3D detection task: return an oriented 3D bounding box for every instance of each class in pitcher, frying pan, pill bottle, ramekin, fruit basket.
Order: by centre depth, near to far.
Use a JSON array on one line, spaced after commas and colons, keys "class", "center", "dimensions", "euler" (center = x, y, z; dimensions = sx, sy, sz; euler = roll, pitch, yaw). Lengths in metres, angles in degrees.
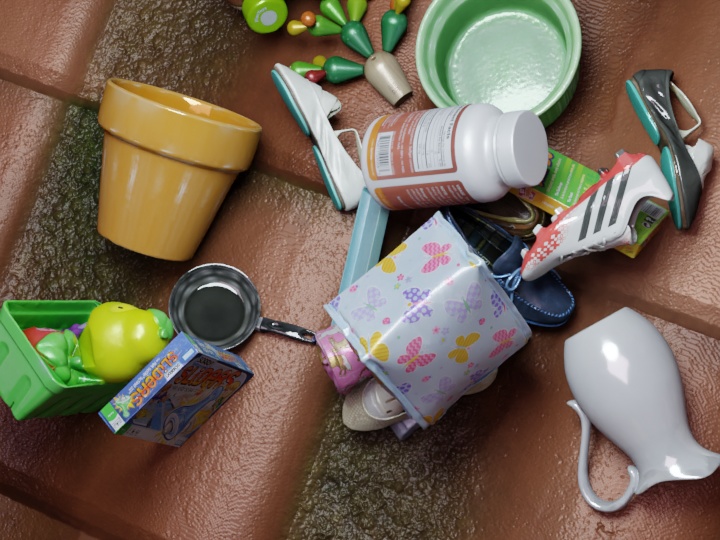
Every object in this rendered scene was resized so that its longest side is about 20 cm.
[{"class": "pitcher", "center": [0.291, 0.160, 1.635], "dimensions": [0.171, 0.121, 0.201], "euler": [-30, 84, 23]}, {"class": "pill bottle", "center": [0.108, -0.131, 1.658], "dimensions": [0.198, 0.112, 0.114], "euler": [-3, 78, 35]}, {"class": "ramekin", "center": [0.172, -0.255, 1.749], "dimensions": [0.198, 0.098, 0.203], "euler": [-3, 79, 14]}, {"class": "fruit basket", "center": [-0.326, 0.087, 1.760], "dimensions": [0.215, 0.216, 0.156], "euler": [-40, 72, 4]}, {"class": "frying pan", "center": [-0.144, 0.046, 1.810], "dimensions": [0.188, 0.031, 0.116], "euler": [-2, 68, -7]}]

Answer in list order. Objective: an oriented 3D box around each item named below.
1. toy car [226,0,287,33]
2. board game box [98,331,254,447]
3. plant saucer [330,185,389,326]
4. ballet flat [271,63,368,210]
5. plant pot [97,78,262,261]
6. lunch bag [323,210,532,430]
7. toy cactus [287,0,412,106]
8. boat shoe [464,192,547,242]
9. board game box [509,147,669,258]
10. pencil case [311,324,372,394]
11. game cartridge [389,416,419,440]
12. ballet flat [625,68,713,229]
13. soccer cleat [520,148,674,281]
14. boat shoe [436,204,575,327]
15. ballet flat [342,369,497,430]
[{"class": "toy car", "center": [-0.140, -0.427, 1.790], "dimensions": [0.157, 0.200, 0.165], "euler": [-33, 50, 7]}, {"class": "board game box", "center": [-0.214, 0.144, 1.721], "dimensions": [0.135, 0.200, 0.034], "euler": [-44, 72, 3]}, {"class": "plant saucer", "center": [0.000, 0.000, 1.754], "dimensions": [0.019, 0.070, 0.202], "euler": [11, 92, -23]}, {"class": "ballet flat", "center": [-0.041, -0.173, 1.795], "dimensions": [0.069, 0.069, 0.202], "euler": [-26, 94, 8]}, {"class": "plant pot", "center": [-0.241, -0.118, 1.796], "dimensions": [0.198, 0.200, 0.185], "euler": [21, 100, 18]}, {"class": "lunch bag", "center": [0.081, 0.065, 1.571], "dimensions": [0.169, 0.200, 0.127], "euler": [-40, 44, 1]}, {"class": "toy cactus", "center": [0.008, -0.283, 1.811], "dimensions": [0.199, 0.102, 0.166], "euler": [-37, 82, -4]}, {"class": "boat shoe", "center": [0.134, -0.103, 1.745], "dimensions": [0.199, 0.068, 0.073], "euler": [25, 87, 19]}, {"class": "board game box", "center": [0.254, -0.089, 1.701], "dimensions": [0.199, 0.095, 0.030], "euler": [32, 130, 17]}, {"class": "pencil case", "center": [0.046, 0.067, 1.678], "dimensions": [0.198, 0.083, 0.087], "euler": [-27, 37, -1]}, {"class": "game cartridge", "center": [0.086, 0.089, 1.738], "dimensions": [0.200, 0.041, 0.133], "euler": [-40, 68, 4]}, {"class": "ballet flat", "center": [0.371, -0.149, 1.694], "dimensions": [0.068, 0.068, 0.202], "euler": [-17, 75, 2]}, {"class": "soccer cleat", "center": [0.260, -0.046, 1.615], "dimensions": [0.200, 0.068, 0.085], "euler": [-45, 74, 18]}, {"class": "boat shoe", "center": [0.164, -0.006, 1.698], "dimensions": [0.199, 0.069, 0.084], "euler": [31, 58, 6]}, {"class": "ballet flat", "center": [0.062, 0.131, 1.686], "dimensions": [0.198, 0.062, 0.068], "euler": [-22, 74, 10]}]
